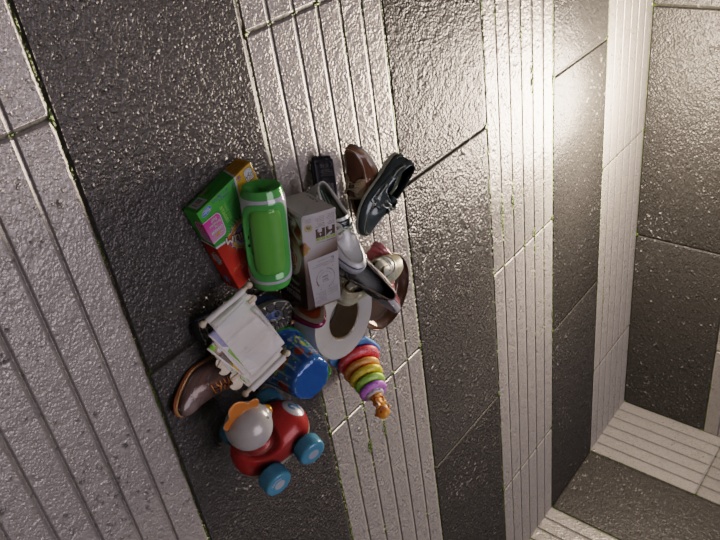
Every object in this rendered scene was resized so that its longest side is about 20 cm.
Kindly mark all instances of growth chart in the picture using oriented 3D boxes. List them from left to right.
[{"bbox_3d":[-0.222,0.139,1.452,0.144,0.018,0.201,-36,119,-14],"label":"growth chart"}]

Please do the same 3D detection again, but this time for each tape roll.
[{"bbox_3d":[-0.061,0.097,1.731,0.202,0.071,0.204,-25,124,-44],"label":"tape roll"}]

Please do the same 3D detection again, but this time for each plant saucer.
[{"bbox_3d":[0.052,0.050,1.892,0.200,0.032,0.202,-24,123,-45],"label":"plant saucer"}]

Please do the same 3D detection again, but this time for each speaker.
[{"bbox_3d":[-0.177,-0.065,1.426,0.088,0.088,0.201,-30,128,-42],"label":"speaker"}]

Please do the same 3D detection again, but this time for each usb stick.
[{"bbox_3d":[-0.069,-0.141,1.594,0.055,0.033,0.201,-8,90,-34],"label":"usb stick"}]

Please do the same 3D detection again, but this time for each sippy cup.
[{"bbox_3d":[-0.140,0.203,1.605,0.177,0.130,0.140,-25,127,-35],"label":"sippy cup"}]

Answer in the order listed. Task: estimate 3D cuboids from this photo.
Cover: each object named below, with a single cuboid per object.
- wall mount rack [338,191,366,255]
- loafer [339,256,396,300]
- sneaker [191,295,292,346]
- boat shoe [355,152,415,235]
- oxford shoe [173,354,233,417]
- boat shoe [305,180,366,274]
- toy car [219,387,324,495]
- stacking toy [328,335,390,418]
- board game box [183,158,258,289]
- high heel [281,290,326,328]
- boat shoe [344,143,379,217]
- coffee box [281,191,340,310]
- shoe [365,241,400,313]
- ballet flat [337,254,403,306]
[{"bbox_3d":[-0.071,-0.067,1.653,0.200,0.074,0.175,-30,94,-44],"label":"wall mount rack"},{"bbox_3d":[0.000,0.000,1.581,0.200,0.063,0.072,35,86,-30],"label":"loafer"},{"bbox_3d":[-0.238,0.095,1.492,0.199,0.089,0.079,-12,111,-28],"label":"sneaker"},{"bbox_3d":[0.055,-0.161,1.665,0.073,0.062,0.201,25,92,-57],"label":"boat shoe"},{"bbox_3d":[-0.284,0.211,1.483,0.200,0.073,0.072,-51,140,-26],"label":"oxford shoe"},{"bbox_3d":[-0.048,-0.087,1.520,0.073,0.200,0.067,-32,173,-37],"label":"boat shoe"},{"bbox_3d":[-0.198,0.306,1.501,0.177,0.184,0.200,-39,144,-15],"label":"toy car"},{"bbox_3d":[0.022,0.266,1.793,0.116,0.201,0.110,-36,144,9],"label":"stacking toy"},{"bbox_3d":[-0.234,-0.088,1.447,0.153,0.040,0.201,-50,139,-27],"label":"board game box"},{"bbox_3d":[-0.112,0.100,1.563,0.067,0.200,0.097,-18,116,-16],"label":"high heel"},{"bbox_3d":[0.002,-0.188,1.689,0.072,0.075,0.201,-46,135,-28],"label":"boat shoe"},{"bbox_3d":[-0.105,-0.039,1.495,0.079,0.114,0.201,-19,120,-29],"label":"coffee box"},{"bbox_3d":[0.061,0.018,1.802,0.091,0.071,0.200,-53,136,-14],"label":"shoe"},{"bbox_3d":[0.028,0.013,1.673,0.200,0.067,0.063,-37,158,-30],"label":"ballet flat"}]
